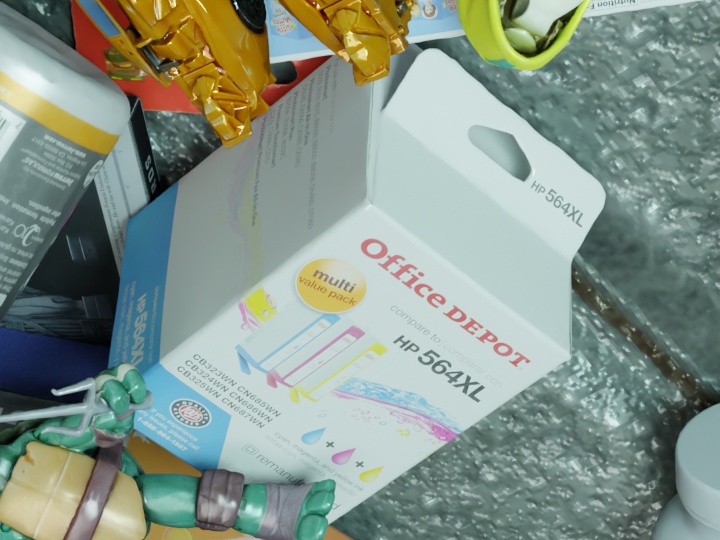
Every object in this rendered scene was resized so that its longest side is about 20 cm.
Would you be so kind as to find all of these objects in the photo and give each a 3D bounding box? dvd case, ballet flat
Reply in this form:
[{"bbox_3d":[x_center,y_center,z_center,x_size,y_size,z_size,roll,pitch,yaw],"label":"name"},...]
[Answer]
[{"bbox_3d":[-0.188,-0.017,1.330,0.198,0.025,0.151,0,126,15],"label":"dvd case"},{"bbox_3d":[0.102,-0.168,1.091,0.066,0.067,0.201,25,105,-13],"label":"ballet flat"}]

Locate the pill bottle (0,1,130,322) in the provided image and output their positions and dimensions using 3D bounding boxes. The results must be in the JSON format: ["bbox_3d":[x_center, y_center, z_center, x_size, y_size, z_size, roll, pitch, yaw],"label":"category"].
[{"bbox_3d":[-0.200,-0.023,1.216,0.116,0.116,0.201,33,97,-7],"label":"pill bottle"}]

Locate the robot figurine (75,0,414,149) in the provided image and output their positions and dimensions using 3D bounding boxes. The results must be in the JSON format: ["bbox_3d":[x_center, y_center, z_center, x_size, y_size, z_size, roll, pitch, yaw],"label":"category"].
[{"bbox_3d":[-0.071,-0.147,1.083,0.144,0.058,0.200,-24,125,25],"label":"robot figurine"}]

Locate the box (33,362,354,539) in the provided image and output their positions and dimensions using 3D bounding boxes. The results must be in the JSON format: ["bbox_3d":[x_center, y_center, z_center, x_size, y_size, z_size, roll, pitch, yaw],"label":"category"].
[{"bbox_3d":[-0.108,0.161,1.354,0.199,0.125,0.098,30,144,-5],"label":"box"}]

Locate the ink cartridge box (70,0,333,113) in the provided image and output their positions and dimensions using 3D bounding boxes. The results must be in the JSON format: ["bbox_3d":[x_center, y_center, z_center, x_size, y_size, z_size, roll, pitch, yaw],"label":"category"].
[{"bbox_3d":[-0.069,-0.148,1.202,0.159,0.047,0.201,4,122,14],"label":"ink cartridge box"}]

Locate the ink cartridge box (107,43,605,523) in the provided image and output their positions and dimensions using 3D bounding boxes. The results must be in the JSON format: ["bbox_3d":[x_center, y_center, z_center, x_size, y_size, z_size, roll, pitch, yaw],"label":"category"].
[{"bbox_3d":[0.000,0.000,1.216,0.128,0.126,0.200,35,126,-26],"label":"ink cartridge box"}]

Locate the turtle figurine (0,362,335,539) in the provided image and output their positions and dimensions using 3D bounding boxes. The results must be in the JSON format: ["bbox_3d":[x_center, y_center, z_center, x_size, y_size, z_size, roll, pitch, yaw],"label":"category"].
[{"bbox_3d":[-0.120,0.104,1.178,0.199,0.101,0.151,21,104,-10],"label":"turtle figurine"}]

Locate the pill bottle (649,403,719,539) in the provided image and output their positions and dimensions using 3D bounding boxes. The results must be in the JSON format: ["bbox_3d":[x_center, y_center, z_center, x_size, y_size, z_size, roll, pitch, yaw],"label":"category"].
[{"bbox_3d":[0.194,0.164,1.289,0.111,0.112,0.201,2,123,15],"label":"pill bottle"}]

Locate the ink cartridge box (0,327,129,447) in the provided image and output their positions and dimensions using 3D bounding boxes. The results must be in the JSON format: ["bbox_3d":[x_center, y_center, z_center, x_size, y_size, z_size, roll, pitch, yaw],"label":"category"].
[{"bbox_3d":[-0.217,0.093,1.274,0.196,0.201,0.047,10,147,7],"label":"ink cartridge box"}]

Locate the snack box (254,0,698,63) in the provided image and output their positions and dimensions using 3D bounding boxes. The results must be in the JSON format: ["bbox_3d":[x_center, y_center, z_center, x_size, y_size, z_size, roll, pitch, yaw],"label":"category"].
[{"bbox_3d":[0.051,-0.137,1.153,0.198,0.024,0.072,-8,122,0],"label":"snack box"}]
